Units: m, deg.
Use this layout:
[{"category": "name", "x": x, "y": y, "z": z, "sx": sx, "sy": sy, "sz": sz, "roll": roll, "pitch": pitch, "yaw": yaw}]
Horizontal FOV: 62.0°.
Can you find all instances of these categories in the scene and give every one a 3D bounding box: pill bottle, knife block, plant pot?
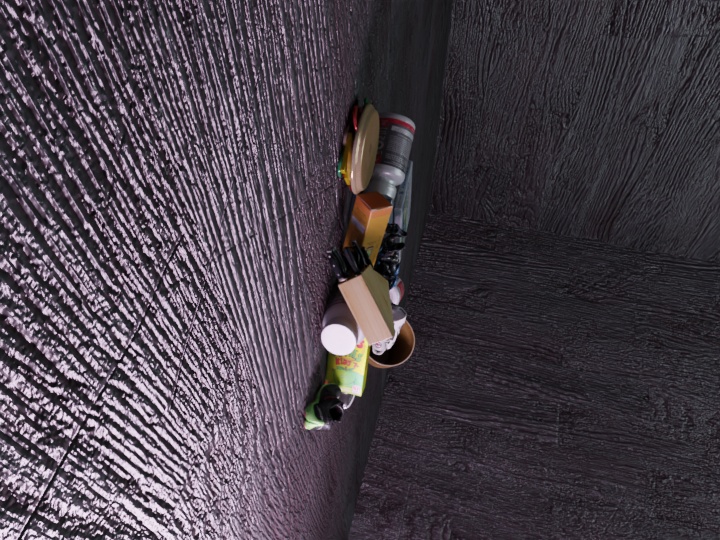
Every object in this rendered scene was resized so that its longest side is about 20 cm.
[{"category": "pill bottle", "x": 0.065, "y": -0.277, "z": 1.484, "sx": 0.111, "sy": 0.110, "sz": 0.202, "roll": 54, "pitch": 47, "yaw": -78}, {"category": "pill bottle", "x": 0.093, "y": 0.073, "z": 2.076, "sx": 0.200, "sy": 0.111, "sz": 0.113, "roll": -38, "pitch": 139, "yaw": -76}, {"category": "pill bottle", "x": -0.025, "y": 0.106, "z": 1.395, "sx": 0.200, "sy": 0.108, "sz": 0.110, "roll": -63, "pitch": 162, "yaw": -58}, {"category": "knife block", "x": -0.004, "y": 0.040, "z": 1.292, "sx": 0.175, "sy": 0.064, "sz": 0.202, "roll": 35, "pitch": 41, "yaw": -47}, {"category": "plant pot", "x": 0.075, "y": 0.264, "z": 2.081, "sx": 0.200, "sy": 0.185, "sz": 0.188, "roll": 114, "pitch": -7, "yaw": -65}]

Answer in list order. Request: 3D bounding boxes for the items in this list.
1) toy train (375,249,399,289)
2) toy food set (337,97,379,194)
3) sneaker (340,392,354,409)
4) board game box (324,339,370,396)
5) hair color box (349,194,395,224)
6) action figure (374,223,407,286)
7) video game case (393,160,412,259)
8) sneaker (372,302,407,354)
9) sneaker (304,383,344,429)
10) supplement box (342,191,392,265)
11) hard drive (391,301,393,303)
[{"category": "toy train", "x": 0.048, "y": 0.006, "z": 1.664, "sx": 0.114, "sy": 0.086, "sz": 0.201, "roll": -46, "pitch": -158, "yaw": 35}, {"category": "toy food set", "x": 0.000, "y": -0.266, "z": 1.292, "sx": 0.198, "sy": 0.048, "sz": 0.202, "roll": 56, "pitch": 47, "yaw": -77}, {"category": "sneaker", "x": -0.046, "y": 0.271, "z": 1.610, "sx": 0.099, "sy": 0.070, "sz": 0.202, "roll": 49, "pitch": 47, "yaw": -78}, {"category": "board game box", "x": -0.030, "y": 0.214, "z": 1.522, "sx": 0.048, "sy": 0.101, "sz": 0.202, "roll": -57, "pitch": 157, "yaw": -64}, {"category": "hair color box", "x": 0.039, "y": -0.143, "z": 1.517, "sx": 0.200, "sy": 0.098, "sz": 0.061, "roll": 14, "pitch": 85, "yaw": -81}, {"category": "action figure", "x": 0.054, "y": -0.036, "z": 1.491, "sx": 0.200, "sy": 0.101, "sz": 0.120, "roll": 107, "pitch": -7, "yaw": -60}, {"category": "video game case", "x": 0.111, "y": -0.155, "z": 1.580, "sx": 0.201, "sy": 0.022, "sz": 0.183, "roll": 88, "pitch": 13, "yaw": -50}, {"category": "sneaker", "x": 0.062, "y": 0.146, "z": 1.444, "sx": 0.201, "sy": 0.073, "sz": 0.089, "roll": 95, "pitch": 14, "yaw": -60}, {"category": "sneaker", "x": -0.076, "y": 0.334, "z": 1.439, "sx": 0.200, "sy": 0.083, "sz": 0.078, "roll": -48, "pitch": 149, "yaw": -72}, {"category": "supplement box", "x": 0.009, "y": -0.077, "z": 1.366, "sx": 0.066, "sy": 0.069, "sz": 0.201, "roll": -15, "pitch": 136, "yaw": -36}, {"category": "hard drive", "x": 0.034, "y": 0.129, "z": 1.607, "sx": 0.038, "sy": 0.139, "sz": 0.200, "roll": 58, "pitch": 1, "yaw": 33}]
